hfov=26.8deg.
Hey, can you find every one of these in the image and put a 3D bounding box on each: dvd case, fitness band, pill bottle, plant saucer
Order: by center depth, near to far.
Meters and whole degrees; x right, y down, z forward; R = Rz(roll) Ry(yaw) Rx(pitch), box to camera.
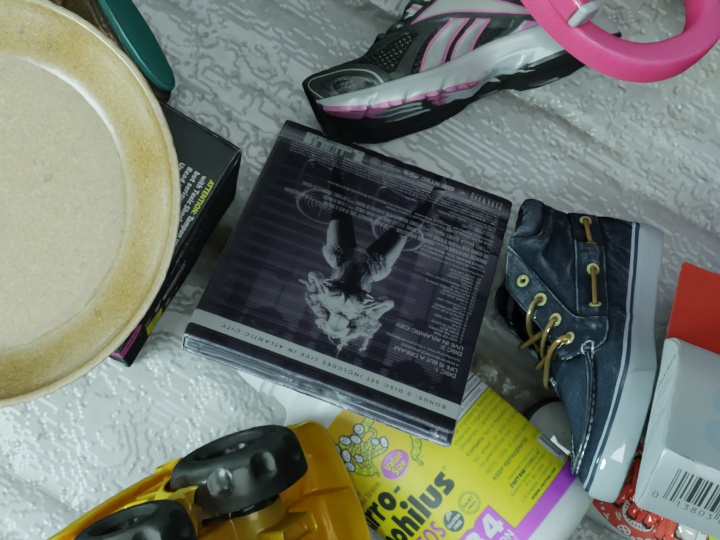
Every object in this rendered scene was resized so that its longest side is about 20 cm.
[{"bbox_3d":[-0.185,-0.034,0.728,0.197,0.035,0.203,0,85,-5],"label":"plant saucer"},{"bbox_3d":[0.000,0.000,0.839,0.147,0.016,0.201,20,41,0],"label":"dvd case"},{"bbox_3d":[0.028,0.095,0.850,0.200,0.104,0.104,40,81,8],"label":"pill bottle"},{"bbox_3d":[0.140,-0.204,0.899,0.143,0.037,0.201,-25,78,-35],"label":"fitness band"}]

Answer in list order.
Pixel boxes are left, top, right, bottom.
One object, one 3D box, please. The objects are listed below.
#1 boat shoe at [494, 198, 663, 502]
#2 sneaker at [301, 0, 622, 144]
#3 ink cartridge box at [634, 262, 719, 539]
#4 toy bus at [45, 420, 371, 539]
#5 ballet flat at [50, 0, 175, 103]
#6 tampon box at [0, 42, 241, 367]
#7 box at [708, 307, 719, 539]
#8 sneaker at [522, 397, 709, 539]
[{"bbox_3d":[0.117,0.041,0.855,0.090,0.071,0.201,14,43,2],"label":"boat shoe"},{"bbox_3d":[0.051,-0.141,0.904,0.198,0.080,0.087,-20,81,-20],"label":"sneaker"},{"bbox_3d":[0.236,0.069,0.786,0.158,0.048,0.201,21,42,4],"label":"ink cartridge box"},{"bbox_3d":[-0.115,0.173,0.783,0.190,0.199,0.137,-10,102,37],"label":"toy bus"},{"bbox_3d":[-0.181,-0.173,0.887,0.072,0.068,0.202,-29,87,12],"label":"ballet flat"},{"bbox_3d":[-0.180,-0.052,0.825,0.199,0.150,0.127,31,82,-2],"label":"tampon box"},{"bbox_3d":[0.248,0.087,0.846,0.120,0.048,0.201,13,39,-5],"label":"box"},{"bbox_3d":[0.186,0.135,0.865,0.200,0.108,0.068,34,82,-1],"label":"sneaker"}]
